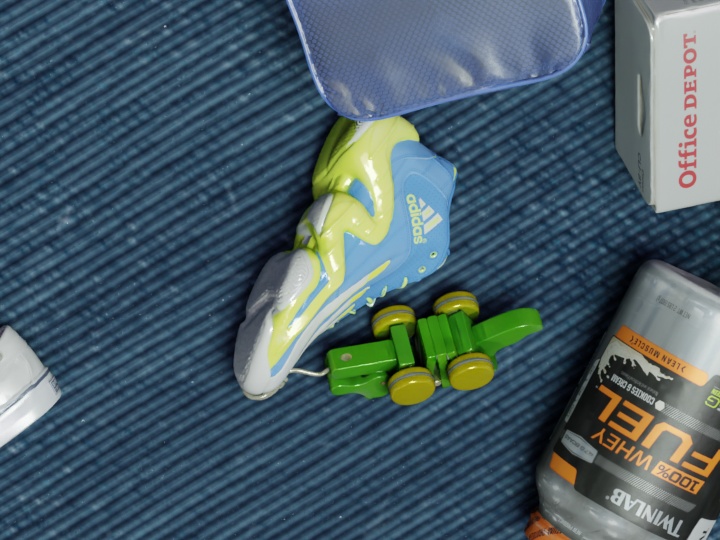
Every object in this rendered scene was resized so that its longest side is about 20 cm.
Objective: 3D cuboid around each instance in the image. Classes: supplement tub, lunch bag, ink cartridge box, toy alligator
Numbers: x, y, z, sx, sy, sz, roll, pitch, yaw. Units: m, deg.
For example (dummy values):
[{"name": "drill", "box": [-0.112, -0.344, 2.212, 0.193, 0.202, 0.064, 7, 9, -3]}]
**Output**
[{"name": "supplement tub", "box": [0.193, 0.105, 1.624, 0.122, 0.123, 0.201, 25, 96, -16]}, {"name": "lunch bag", "box": [0.061, -0.186, 1.511, 0.199, 0.132, 0.137, -11, 110, 15]}, {"name": "ink cartridge box", "box": [0.265, -0.135, 1.586, 0.199, 0.084, 0.146, -12, 125, -10]}, {"name": "toy alligator", "box": [0.021, 0.062, 1.618, 0.199, 0.060, 0.054, -13, 149, -2]}]

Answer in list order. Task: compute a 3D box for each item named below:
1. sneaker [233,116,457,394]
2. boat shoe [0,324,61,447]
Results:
[{"name": "sneaker", "box": [0.000, 0.000, 1.580, 0.105, 0.076, 0.201, 26, 92, -18]}, {"name": "boat shoe", "box": [-0.284, 0.109, 1.557, 0.200, 0.074, 0.066, -37, 103, -13]}]
